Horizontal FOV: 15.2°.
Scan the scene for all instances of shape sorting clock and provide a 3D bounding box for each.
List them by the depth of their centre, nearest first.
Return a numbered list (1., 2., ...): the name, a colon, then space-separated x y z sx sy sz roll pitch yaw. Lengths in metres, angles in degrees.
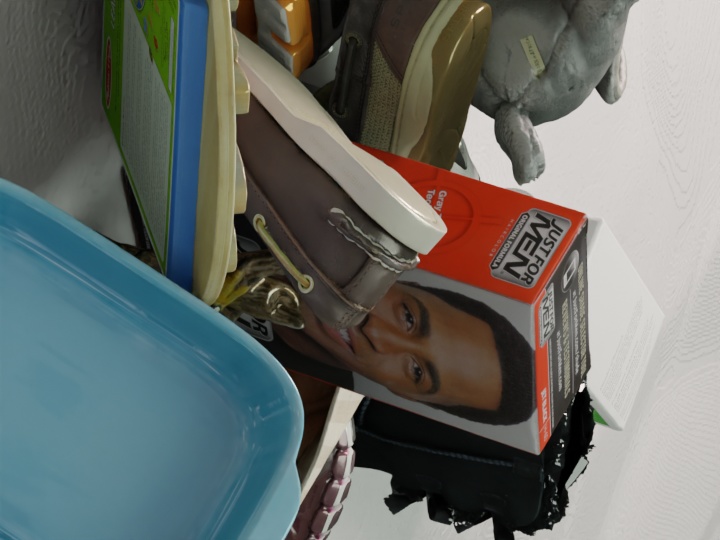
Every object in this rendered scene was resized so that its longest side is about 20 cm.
1. shape sorting clock: -0.068 -0.086 1.049 0.200 0.039 0.201 172 -90 -74

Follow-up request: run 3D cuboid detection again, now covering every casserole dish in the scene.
1. casserole dish: -0.115 0.050 1.012 0.121 0.200 0.039 -59 -172 -19

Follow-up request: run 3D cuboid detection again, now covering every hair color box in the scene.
1. hair color box: 0.000 0.000 1.197 0.061 0.199 0.102 -56 153 -36

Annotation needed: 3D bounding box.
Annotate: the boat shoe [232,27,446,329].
1. boat shoe: -0.039 -0.048 1.120 0.072 0.200 0.060 30 102 -45

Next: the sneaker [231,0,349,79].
1. sneaker: -0.025 -0.170 1.162 0.077 0.078 0.200 -35 152 -29

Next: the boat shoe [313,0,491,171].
1. boat shoe: 0.008 -0.066 1.229 0.072 0.066 0.201 -51 169 -32

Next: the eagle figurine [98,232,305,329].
1. eagle figurine: -0.094 0.079 1.115 0.151 0.151 0.201 26 60 -31

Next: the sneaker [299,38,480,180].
1. sneaker: 0.022 -0.090 1.357 0.200 0.074 0.089 30 77 -67

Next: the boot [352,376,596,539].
1. boot: 0.037 0.044 1.375 0.073 0.162 0.199 -52 151 -46

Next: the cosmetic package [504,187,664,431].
1. cosmetic package: 0.104 0.020 1.603 0.085 0.107 0.200 -68 157 -9

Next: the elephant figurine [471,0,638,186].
1. elephant figurine: 0.098 -0.149 1.453 0.155 0.142 0.200 -45 177 6

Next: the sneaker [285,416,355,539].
1. sneaker: -0.066 0.134 1.315 0.115 0.075 0.201 -29 132 -57

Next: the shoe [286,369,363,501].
1. shoe: -0.058 0.092 1.263 0.200 0.070 0.053 -56 -177 -11
